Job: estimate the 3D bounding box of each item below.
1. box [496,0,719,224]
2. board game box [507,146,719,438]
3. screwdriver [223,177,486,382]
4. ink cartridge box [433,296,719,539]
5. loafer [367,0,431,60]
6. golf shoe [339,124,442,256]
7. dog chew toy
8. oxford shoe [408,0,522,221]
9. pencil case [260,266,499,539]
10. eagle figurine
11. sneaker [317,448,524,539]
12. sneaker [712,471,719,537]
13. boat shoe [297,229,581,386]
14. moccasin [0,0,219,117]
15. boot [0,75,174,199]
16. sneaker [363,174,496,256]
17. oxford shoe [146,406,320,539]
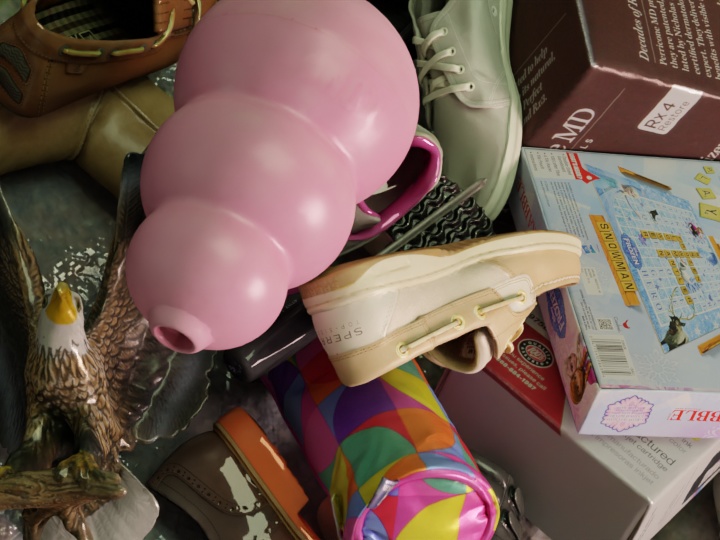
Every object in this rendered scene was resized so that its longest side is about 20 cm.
[{"bbox_3d":[0.176,-0.127,1.261,0.200,0.166,0.164,10,54,-26],"label":"box"},{"bbox_3d":[0.202,0.013,1.143,0.199,0.041,0.200,4,45,-15],"label":"board game box"},{"bbox_3d":[0.000,0.000,1.056,0.200,0.029,0.028,-38,103,-35],"label":"screwdriver"},{"bbox_3d":[0.159,0.068,1.166,0.146,0.083,0.200,39,47,18],"label":"ink cartridge box"},{"bbox_3d":[-0.024,-0.142,1.217,0.201,0.070,0.068,-29,72,-40],"label":"loafer"},{"bbox_3d":[-0.043,-0.030,1.049,0.200,0.092,0.075,-32,104,-14],"label":"golf shoe"},{"bbox_3d":[-0.050,-0.047,0.946,0.125,0.125,0.200,31,60,-11],"label":"dog chew toy"},{"bbox_3d":[0.060,-0.123,1.197,0.058,0.075,0.200,10,73,-37],"label":"oxford shoe"},{"bbox_3d":[0.001,0.081,1.037,0.088,0.088,0.200,9,30,-26],"label":"pencil case"},{"bbox_3d":[-0.147,0.038,0.980,0.152,0.151,0.200,27,43,-26],"label":"eagle figurine"},{"bbox_3d":[0.077,0.175,1.075,0.200,0.071,0.099,46,54,8],"label":"sneaker"},{"bbox_3d":[0.236,0.198,1.157,0.085,0.073,0.200,-5,54,-15],"label":"sneaker"},{"bbox_3d":[0.049,0.021,1.025,0.200,0.074,0.069,-10,86,-44],"label":"boat shoe"},{"bbox_3d":[-0.134,-0.152,1.084,0.074,0.078,0.201,49,37,8],"label":"moccasin"},{"bbox_3d":[-0.129,-0.046,1.099,0.200,0.066,0.175,41,49,-3],"label":"boot"},{"bbox_3d":[-0.008,-0.063,1.162,0.070,0.093,0.200,-44,96,-22],"label":"sneaker"},{"bbox_3d":[-0.038,0.174,1.025,0.073,0.071,0.200,-33,83,-12],"label":"oxford shoe"}]
